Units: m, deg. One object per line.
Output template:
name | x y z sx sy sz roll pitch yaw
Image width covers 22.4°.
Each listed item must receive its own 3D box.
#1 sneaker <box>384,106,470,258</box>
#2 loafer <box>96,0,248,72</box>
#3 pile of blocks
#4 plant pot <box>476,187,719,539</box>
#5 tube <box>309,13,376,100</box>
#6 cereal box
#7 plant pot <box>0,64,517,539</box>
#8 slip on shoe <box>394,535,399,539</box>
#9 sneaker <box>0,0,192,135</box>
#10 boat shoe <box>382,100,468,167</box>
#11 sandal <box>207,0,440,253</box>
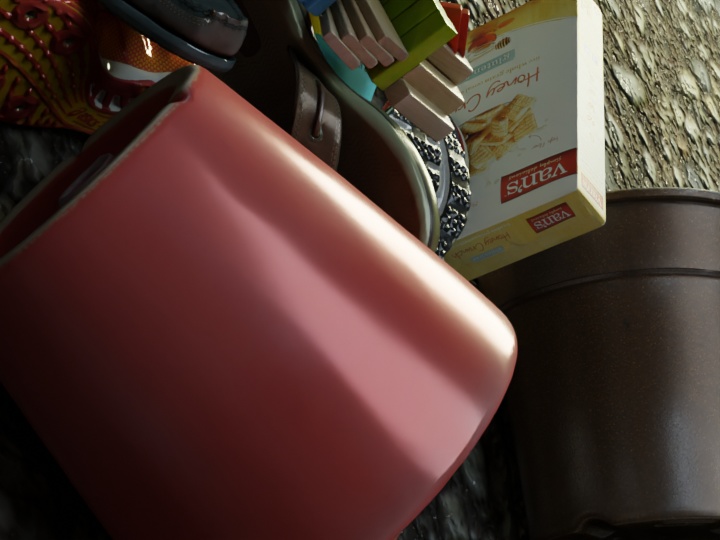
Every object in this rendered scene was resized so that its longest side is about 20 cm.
sneaker | 0.000 0.000 0.956 0.074 0.080 0.200 31 60 -28
loafer | -0.114 -0.166 0.834 0.200 0.063 0.072 43 16 32
pile of blocks | -0.002 -0.148 0.848 0.200 0.062 0.082 44 18 -30
plant pot | 0.174 0.075 1.144 0.200 0.200 0.199 25 56 -53
tube | -0.024 -0.079 0.930 0.077 0.050 0.201 23 85 -60
cereal box | 0.083 -0.082 1.137 0.040 0.144 0.200 47 32 -33
plant pot | -0.061 0.024 0.765 0.177 0.200 0.201 49 31 -14
slip on shoe | -0.017 0.140 0.887 0.200 0.074 0.061 -63 160 -63
sneaker | -0.140 -0.109 0.857 0.077 0.073 0.200 62 17 21
boat shoe | 0.016 -0.040 1.071 0.063 0.071 0.200 44 39 -32
sandal | -0.039 -0.072 0.858 0.201 0.080 0.057 56 31 4
